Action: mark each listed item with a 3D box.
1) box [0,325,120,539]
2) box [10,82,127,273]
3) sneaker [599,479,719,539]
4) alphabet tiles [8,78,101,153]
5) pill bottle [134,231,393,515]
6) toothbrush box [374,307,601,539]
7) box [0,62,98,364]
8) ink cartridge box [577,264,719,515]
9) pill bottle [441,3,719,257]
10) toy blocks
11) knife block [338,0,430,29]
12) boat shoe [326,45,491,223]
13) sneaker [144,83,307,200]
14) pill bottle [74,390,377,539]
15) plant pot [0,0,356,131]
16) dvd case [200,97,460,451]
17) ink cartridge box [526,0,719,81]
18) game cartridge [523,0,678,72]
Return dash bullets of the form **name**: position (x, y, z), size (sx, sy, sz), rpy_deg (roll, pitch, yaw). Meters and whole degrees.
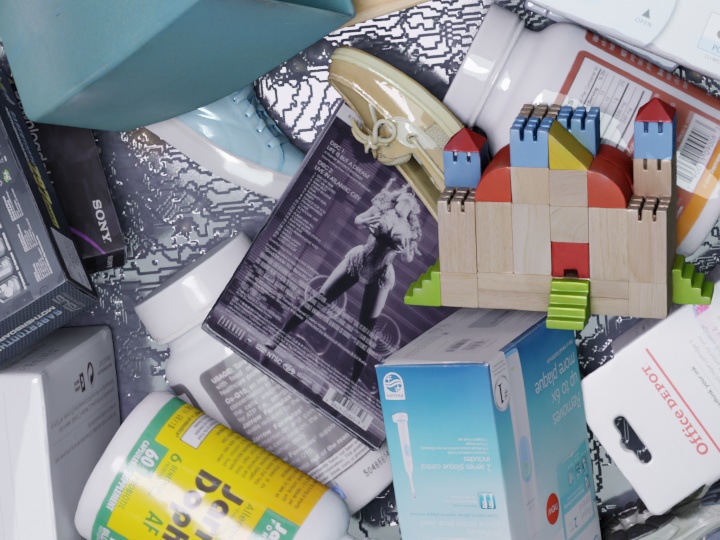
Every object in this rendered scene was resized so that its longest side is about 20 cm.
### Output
- **box**: position (-0.247, 0.152, 1.534), size (0.130, 0.199, 0.201), rpy_deg (-4, 97, 7)
- **box**: position (-0.273, -0.050, 1.531), size (0.199, 0.036, 0.143), rpy_deg (-14, 72, -16)
- **sneaker**: position (0.264, 0.188, 1.580), size (0.199, 0.078, 0.087), rpy_deg (-22, 108, 14)
- **alphabet tiles**: position (-0.281, -0.044, 1.549), size (0.166, 0.006, 0.200), rpy_deg (37, 68, 7)
- **pill bottle**: position (-0.065, 0.081, 1.557), size (0.114, 0.114, 0.200), rpy_deg (-33, 95, 8)
- **toothbrush box**: position (0.090, 0.137, 1.493), size (0.085, 0.146, 0.201), rpy_deg (-1, 104, 28)
- **box**: position (-0.273, -0.028, 1.427), size (0.157, 0.051, 0.200), rpy_deg (-31, 64, 10)
- **ink cartridge box**: position (0.254, 0.067, 1.555), size (0.200, 0.068, 0.115), rpy_deg (-35, 93, 8)
- **pill bottle**: position (0.159, -0.099, 1.516), size (0.199, 0.112, 0.112), rpy_deg (28, 99, 0)
- **toy blocks**: position (0.127, -0.045, 1.445), size (0.199, 0.100, 0.137), rpy_deg (3, 114, 15)
- **knife block**: position (-0.006, -0.196, 1.486), size (0.175, 0.200, 0.064), rpy_deg (-21, 98, -23)
- **boat shoe**: position (0.045, -0.070, 1.516), size (0.201, 0.073, 0.063), rpy_deg (45, 80, -20)
- **sneaker**: position (-0.097, -0.118, 1.549), size (0.200, 0.074, 0.082), rpy_deg (31, 104, -1)
- **pill bottle**: position (-0.078, 0.174, 1.467), size (0.200, 0.113, 0.113), rpy_deg (31, 99, 7)
- **plant pot**: position (-0.136, -0.180, 1.446), size (0.200, 0.141, 0.142), rpy_deg (-34, 67, 35)
- **dvd case**: position (0.000, 0.000, 1.529), size (0.149, 0.016, 0.200), rpy_deg (36, 69, -13)
- **ink cartridge box**: position (0.220, -0.244, 1.488), size (0.160, 0.047, 0.201), rpy_deg (22, 101, 1)
- **game cartridge**: position (0.212, -0.245, 1.530), size (0.133, 0.040, 0.201), rpy_deg (26, 99, 3)
